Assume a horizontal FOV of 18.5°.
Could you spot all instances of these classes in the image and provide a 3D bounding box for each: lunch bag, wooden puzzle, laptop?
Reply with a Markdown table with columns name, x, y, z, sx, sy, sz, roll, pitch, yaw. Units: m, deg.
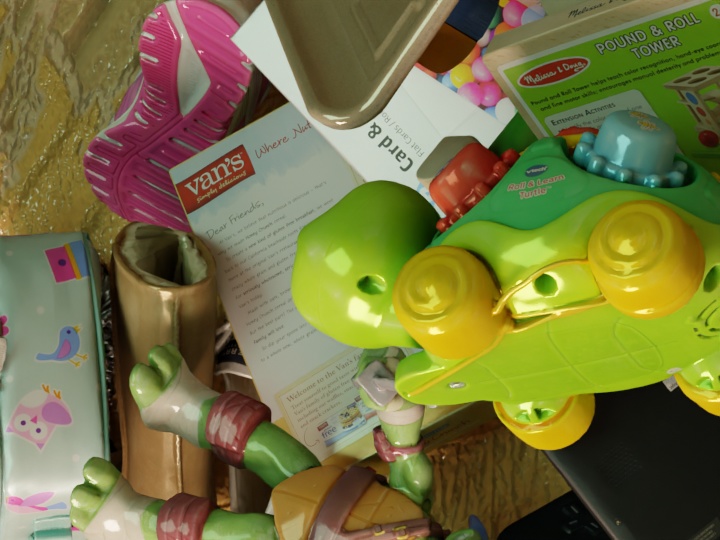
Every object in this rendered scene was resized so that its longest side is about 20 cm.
| name | x | y | z | sx | sy | sz | roll | pitch | yaw |
| --- | --- | --- | --- | --- | --- | --- | --- | --- | --- |
| lunch bag | -0.176 | 0.075 | 1.165 | 0.200 | 0.077 | 0.160 | 117 | 151 | -68 |
| wooden puzzle | 0.043 | -0.162 | 0.953 | 0.200 | 0.046 | 0.185 | -50 | 25 | 15 |
| laptop | 0.156 | 0.027 | 0.965 | 0.187 | 0.116 | 0.200 | -38 | 83 | 0 |

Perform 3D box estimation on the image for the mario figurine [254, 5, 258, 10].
| name | x | y | z | sx | sy | sz | roll | pitch | yaw |
| --- | --- | --- | --- | --- | --- | --- | --- | --- | --- |
| mario figurine | 0.002 | -0.173 | 1.125 | 0.200 | 0.106 | 0.123 | 25 | 68 | 35 |

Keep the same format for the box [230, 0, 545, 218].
| name | x | y | z | sx | sy | sz | roll | pitch | yaw |
| --- | --- | --- | --- | --- | --- | --- | --- | --- | --- |
| box | 0.058 | -0.129 | 1.049 | 0.156 | 0.041 | 0.200 | 47 | 109 | 8 |

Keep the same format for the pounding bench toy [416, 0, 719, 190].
| name | x | y | z | sx | sy | sz | roll | pitch | yaw |
| --- | --- | --- | --- | --- | --- | --- | --- | --- | --- |
| pounding bench toy | 0.128 | -0.099 | 0.936 | 0.200 | 0.124 | 0.156 | -17 | 33 | 39 |

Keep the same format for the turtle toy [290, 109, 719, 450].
| name | x | y | z | sx | sy | sz | roll | pitch | yaw |
| --- | --- | --- | --- | --- | --- | --- | --- | --- | --- |
| turtle toy | 0.066 | 0.000 | 0.855 | 0.200 | 0.146 | 0.101 | -12 | 63 | 20 |

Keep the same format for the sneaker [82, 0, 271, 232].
| name | x | y | z | sx | sy | sz | roll | pitch | yaw |
| --- | --- | --- | --- | --- | --- | --- | --- | --- | --- |
| sneaker | -0.091 | -0.096 | 1.244 | 0.081 | 0.088 | 0.200 | 33 | 137 | -1 |

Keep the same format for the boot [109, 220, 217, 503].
| name | x | y | z | sx | sy | sz | roll | pitch | yaw |
| --- | --- | --- | --- | --- | --- | --- | --- | --- | --- |
| boot | -0.109 | 0.067 | 1.190 | 0.175 | 0.066 | 0.200 | -137 | 41 | -59 |

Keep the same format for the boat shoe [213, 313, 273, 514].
| name | x | y | z | sx | sy | sz | roll | pitch | yaw |
| --- | --- | --- | --- | --- | --- | --- | --- | --- | --- |
| boat shoe | -0.045 | 0.045 | 1.188 | 0.071 | 0.070 | 0.200 | 0 | 88 | 45 |

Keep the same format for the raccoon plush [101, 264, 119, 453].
| name | x | y | z | sx | sy | sz | roll | pitch | yaw |
| --- | --- | --- | --- | --- | --- | --- | --- | --- | --- |
| raccoon plush | -0.206 | 0.054 | 1.300 | 0.097 | 0.134 | 0.200 | -47 | 57 | 31 |

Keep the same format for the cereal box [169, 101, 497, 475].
| name | x | y | z | sx | sy | sz | roll | pitch | yaw |
| --- | --- | --- | --- | --- | --- | --- | --- | --- | --- |
| cereal box | 0.000 | 0.000 | 1.129 | 0.144 | 0.040 | 0.200 | -28 | 64 | 11 |

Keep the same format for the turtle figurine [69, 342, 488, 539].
| name | x | y | z | sx | sy | sz | roll | pitch | yaw |
| --- | --- | --- | --- | --- | --- | --- | --- | --- | --- |
| turtle figurine | -0.038 | 0.097 | 0.995 | 0.194 | 0.200 | 0.144 | 16 | 101 | 26 |

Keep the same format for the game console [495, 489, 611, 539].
| name | x | y | z | sx | sy | sz | roll | pitch | yaw |
| --- | --- | --- | --- | --- | --- | --- | --- | --- | --- |
| game console | 0.180 | 0.099 | 0.935 | 0.200 | 0.172 | 0.119 | 35 | 138 | 41 |
